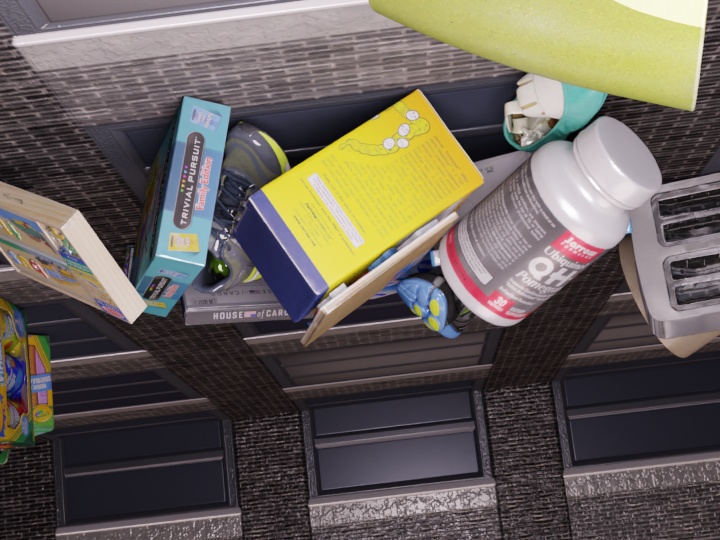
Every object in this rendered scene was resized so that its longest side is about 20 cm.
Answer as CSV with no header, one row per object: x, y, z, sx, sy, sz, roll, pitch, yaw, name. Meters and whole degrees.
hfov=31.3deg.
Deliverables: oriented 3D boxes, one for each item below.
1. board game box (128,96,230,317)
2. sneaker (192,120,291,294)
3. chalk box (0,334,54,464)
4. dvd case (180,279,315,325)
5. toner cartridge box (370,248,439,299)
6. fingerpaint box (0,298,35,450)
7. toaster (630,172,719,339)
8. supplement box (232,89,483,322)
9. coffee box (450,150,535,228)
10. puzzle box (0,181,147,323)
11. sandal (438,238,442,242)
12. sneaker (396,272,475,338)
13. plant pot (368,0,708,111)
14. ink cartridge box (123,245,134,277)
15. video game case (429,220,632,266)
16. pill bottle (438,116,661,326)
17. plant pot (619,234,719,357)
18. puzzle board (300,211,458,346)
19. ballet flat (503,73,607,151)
-0.176,-0.055,1.212,0.047,0.152,0.200,12,162,-15,board game box
-0.120,-0.053,1.247,0.081,0.074,0.201,-40,150,-43,sneaker
-0.571,0.208,2.032,0.124,0.202,0.123,-16,164,36,chalk box
-0.136,-0.003,1.454,0.149,0.025,0.200,-3,-149,-13,dvd case
0.000,0.000,1.385,0.094,0.044,0.199,-15,171,28,toner cartridge box
-0.516,0.141,1.778,0.073,0.202,0.167,-8,166,4,fingerpaint box
0.426,-0.020,1.610,0.198,0.183,0.119,-11,163,13,toaster
-0.004,-0.059,1.193,0.199,0.110,0.109,-34,175,-21,supplement box
0.175,-0.079,1.352,0.112,0.081,0.199,-12,178,32,coffee box
-0.302,-0.025,1.233,0.199,0.025,0.133,18,149,41,puzzle box
0.100,-0.055,1.558,0.079,0.058,0.201,0,165,-27,sandal
0.095,0.023,1.392,0.083,0.071,0.200,-46,165,5,sneaker
0.107,-0.197,0.763,0.198,0.189,0.187,6,170,13,plant pot
-0.184,0.003,1.602,0.198,0.051,0.109,2,172,25,ink cartridge box
0.176,-0.028,1.324,0.198,0.018,0.143,-10,179,8,video game case
0.172,-0.046,1.159,0.110,0.111,0.200,6,142,-43,pill bottle
0.485,-0.009,1.737,0.199,0.189,0.187,-30,157,27,plant pot
0.011,0.009,1.209,0.150,0.017,0.200,-37,176,-13,puzzle board
0.169,-0.151,1.159,0.070,0.068,0.200,-13,169,-9,ballet flat
